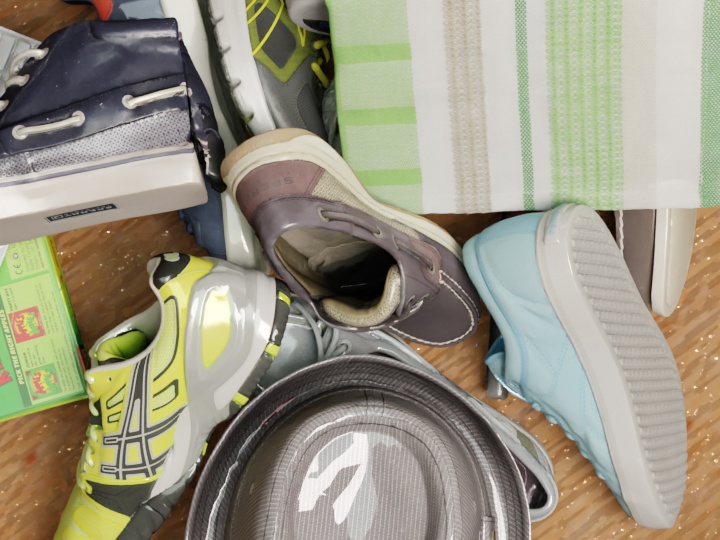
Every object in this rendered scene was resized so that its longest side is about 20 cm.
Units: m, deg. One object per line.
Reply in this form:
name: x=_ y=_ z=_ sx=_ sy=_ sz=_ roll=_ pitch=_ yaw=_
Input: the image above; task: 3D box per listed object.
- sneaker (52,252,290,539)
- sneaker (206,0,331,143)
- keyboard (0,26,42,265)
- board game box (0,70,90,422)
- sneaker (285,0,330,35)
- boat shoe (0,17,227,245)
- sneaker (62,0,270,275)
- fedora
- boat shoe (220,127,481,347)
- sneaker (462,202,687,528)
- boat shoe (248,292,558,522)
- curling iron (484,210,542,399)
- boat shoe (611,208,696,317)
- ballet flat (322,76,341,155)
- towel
sneaker: x=-0.113 y=0.071 z=1.209 sx=0.076 sy=0.075 sz=0.200 roll=27 pitch=111 yaw=-15
sneaker: x=-0.036 y=-0.140 z=1.222 sx=0.084 sy=0.074 sz=0.201 roll=-15 pitch=80 yaw=1
keyboard: x=-0.205 y=-0.026 z=1.210 sx=0.056 sy=0.011 sz=0.201 roll=21 pitch=88 yaw=-3
board game box: x=-0.214 y=-0.017 z=1.239 sx=0.101 sy=0.048 sz=0.201 roll=-16 pitch=90 yaw=-3
sneaker: x=0.064 y=-0.174 z=1.187 sx=0.199 sy=0.073 sz=0.112 roll=4 pitch=76 yaw=-9
boat shoe: x=-0.167 y=-0.067 z=1.177 sx=0.199 sy=0.075 sz=0.093 roll=-10 pitch=79 yaw=-2
sneaker: x=-0.105 y=-0.070 z=1.237 sx=0.084 sy=0.075 sz=0.201 roll=-16 pitch=84 yaw=4
fedora: x=-0.001 y=0.142 z=1.165 sx=0.176 sy=0.090 sz=0.201 roll=13 pitch=86 yaw=0
boat shoe: x=0.000 y=0.000 z=1.187 sx=0.072 sy=0.200 sz=0.065 roll=-24 pitch=54 yaw=20
sneaker: x=0.112 y=0.052 z=1.240 sx=0.082 sy=0.074 sz=0.201 roll=-6 pitch=120 yaw=32
boat shoe: x=0.014 y=0.073 z=1.243 sx=0.202 sy=0.065 sz=0.075 roll=32 pitch=88 yaw=-2
curling iron: x=0.078 y=-0.031 z=1.263 sx=0.049 sy=0.026 sz=0.201 roll=1 pitch=96 yaw=-45
boat shoe: x=0.146 y=-0.077 z=1.251 sx=0.059 sy=0.072 sz=0.201 roll=3 pitch=96 yaw=17
ballet flat: x=0.010 y=-0.089 z=1.244 sx=0.071 sy=0.072 sz=0.201 roll=12 pitch=90 yaw=-3
towel: x=0.086 y=-0.091 z=1.166 sx=0.199 sy=0.031 sz=0.150 roll=0 pitch=132 yaw=5
